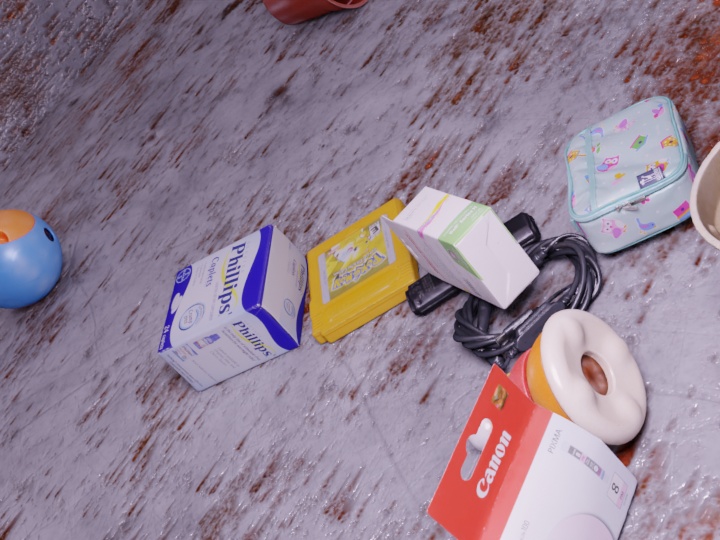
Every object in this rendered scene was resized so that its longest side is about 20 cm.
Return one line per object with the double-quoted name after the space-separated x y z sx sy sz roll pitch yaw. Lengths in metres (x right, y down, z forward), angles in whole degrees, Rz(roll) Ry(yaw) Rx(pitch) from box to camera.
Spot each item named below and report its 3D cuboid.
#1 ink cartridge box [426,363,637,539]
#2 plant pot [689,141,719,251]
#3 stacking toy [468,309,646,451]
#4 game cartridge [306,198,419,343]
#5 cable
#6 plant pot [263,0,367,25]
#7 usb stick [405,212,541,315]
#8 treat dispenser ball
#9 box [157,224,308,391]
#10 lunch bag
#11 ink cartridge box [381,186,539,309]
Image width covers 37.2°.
0.166 0.209 0.984 0.057 0.200 0.164 -4 48 46 "ink cartridge box"
0.436 -0.031 0.994 0.199 0.184 0.202 -28 35 22 "plant pot"
0.190 0.145 1.139 0.200 0.145 0.147 -39 27 42 "stacking toy"
0.000 0.000 1.558 0.175 0.032 0.201 -31 33 17 "game cartridge"
0.204 0.032 1.301 0.200 0.051 0.163 -45 26 -9 "cable"
-0.102 -0.619 2.254 0.194 0.201 0.202 -13 42 50 "plant pot"
0.148 -0.008 1.412 0.199 0.033 0.056 -33 40 13 "usb stick"
-0.709 -0.024 2.176 0.199 0.201 0.202 -27 35 21 "treat dispenser ball"
-0.190 0.055 1.626 0.198 0.105 0.185 -25 37 24 "box"
0.325 -0.117 1.299 0.159 0.077 0.201 -23 31 24 "lunch bag"
0.118 -0.035 1.327 0.067 0.117 0.200 -46 28 -9 "ink cartridge box"
